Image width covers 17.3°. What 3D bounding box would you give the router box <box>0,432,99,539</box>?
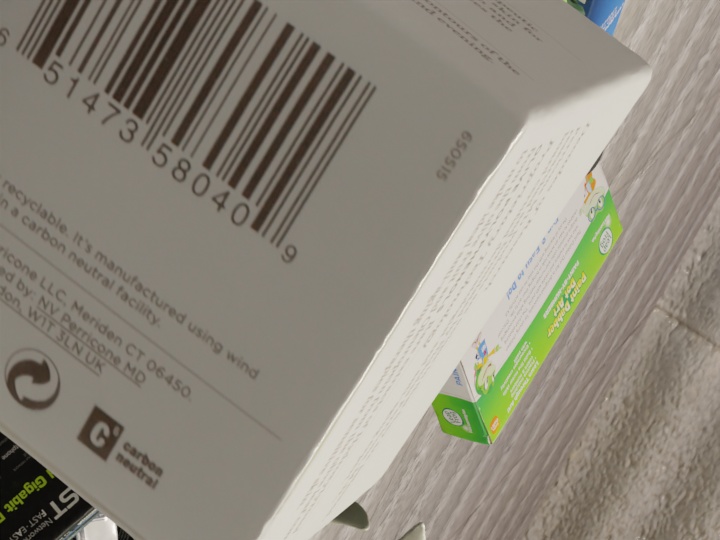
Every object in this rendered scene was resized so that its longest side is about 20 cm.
[{"bbox_3d":[-0.110,0.062,0.994,0.200,0.062,0.150,-40,179,-1],"label":"router box"}]

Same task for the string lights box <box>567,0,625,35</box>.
[{"bbox_3d":[0.090,-0.167,1.241,0.059,0.102,0.200,-51,167,-27],"label":"string lights box"}]

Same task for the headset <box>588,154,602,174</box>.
[{"bbox_3d":[0.088,-0.102,1.408,0.123,0.094,0.201,30,86,-48],"label":"headset"}]

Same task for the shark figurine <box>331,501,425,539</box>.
[{"bbox_3d":[-0.042,0.125,1.265,0.128,0.215,0.090,-28,121,-8],"label":"shark figurine"}]

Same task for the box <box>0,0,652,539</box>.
[{"bbox_3d":[-0.046,-0.039,0.809,0.201,0.199,0.171,-58,169,21],"label":"box"}]

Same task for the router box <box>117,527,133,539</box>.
[{"bbox_3d":[-0.107,0.115,1.341,0.149,0.051,0.201,-44,162,-45],"label":"router box"}]

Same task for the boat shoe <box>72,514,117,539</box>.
[{"bbox_3d":[-0.163,0.163,1.223,0.067,0.072,0.200,-13,153,-14],"label":"boat shoe"}]

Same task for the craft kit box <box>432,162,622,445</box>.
[{"bbox_3d":[0.089,-0.028,1.509,0.200,0.048,0.198,-55,139,-31],"label":"craft kit box"}]
